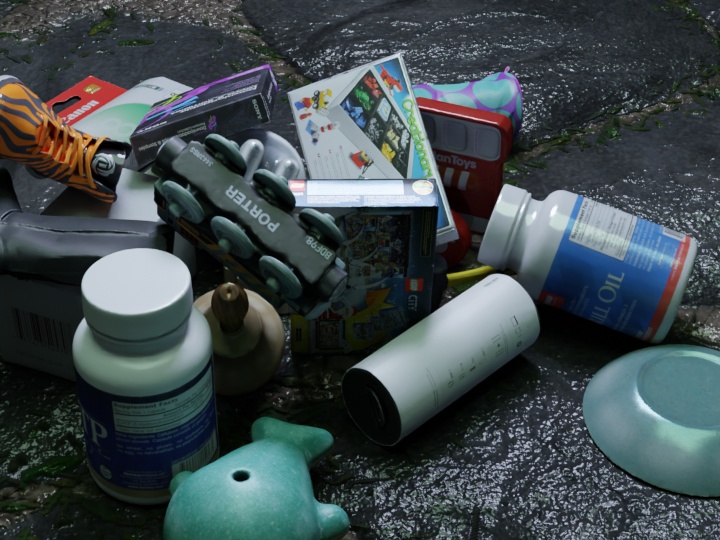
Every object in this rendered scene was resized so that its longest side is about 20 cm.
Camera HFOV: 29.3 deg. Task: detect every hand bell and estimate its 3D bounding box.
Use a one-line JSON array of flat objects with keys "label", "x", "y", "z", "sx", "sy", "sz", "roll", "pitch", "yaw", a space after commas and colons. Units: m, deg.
[{"label": "hand bell", "x": -0.114, "y": 0.042, "z": 1.219, "sx": 0.103, "sy": 0.200, "sz": 0.106, "roll": 1, "pitch": 75, "yaw": -5}]

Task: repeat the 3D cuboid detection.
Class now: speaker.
[{"label": "speaker", "x": 0.077, "y": 0.081, "z": 1.287, "sx": 0.081, "sy": 0.082, "sz": 0.199, "roll": 31, "pitch": 47, "yaw": 34}]

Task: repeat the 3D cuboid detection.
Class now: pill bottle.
[{"label": "pill bottle", "x": 0.221, "y": -0.012, "z": 1.362, "sx": 0.198, "sy": 0.113, "sz": 0.113, "roll": 20, "pitch": 40, "yaw": 8}, {"label": "pill bottle", "x": -0.183, "y": 0.088, "z": 1.173, "sx": 0.118, "sy": 0.202, "sz": 0.120, "roll": 1, "pitch": 36, "yaw": 0}]

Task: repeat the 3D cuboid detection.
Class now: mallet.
[{"label": "mallet", "x": 0.131, "y": -0.005, "z": 1.416, "sx": 0.198, "sy": 0.066, "sz": 0.041, "roll": -17, "pitch": 43, "yaw": -23}]

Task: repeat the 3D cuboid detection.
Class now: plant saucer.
[{"label": "plant saucer", "x": 0.306, "y": 0.122, "z": 1.273, "sx": 0.198, "sy": 0.039, "sz": 0.202, "roll": 1, "pitch": 36, "yaw": 0}]

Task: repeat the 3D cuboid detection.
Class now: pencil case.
[{"label": "pencil case", "x": 0.090, "y": -0.189, "z": 1.641, "sx": 0.197, "sy": 0.085, "sz": 0.093, "roll": -5, "pitch": 65, "yaw": -9}]

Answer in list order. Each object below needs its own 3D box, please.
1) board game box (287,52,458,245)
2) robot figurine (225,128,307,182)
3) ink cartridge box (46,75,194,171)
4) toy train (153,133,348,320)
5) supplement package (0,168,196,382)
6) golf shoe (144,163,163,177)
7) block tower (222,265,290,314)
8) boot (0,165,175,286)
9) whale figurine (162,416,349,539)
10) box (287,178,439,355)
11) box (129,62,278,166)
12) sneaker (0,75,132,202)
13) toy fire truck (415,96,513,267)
[{"label": "board game box", "x": 0.011, "y": -0.106, "z": 1.383, "sx": 0.125, "sy": 0.035, "sz": 0.202, "roll": -18, "pitch": 70, "yaw": 6}, {"label": "robot figurine", "x": -0.122, "y": -0.082, "z": 1.434, "sx": 0.168, "sy": 0.200, "sz": 0.114, "roll": 30, "pitch": 78, "yaw": -11}, {"label": "ink cartridge box", "x": -0.308, "y": -0.193, "z": 1.672, "sx": 0.198, "sy": 0.051, "sz": 0.161, "roll": 24, "pitch": 43, "yaw": 25}, {"label": "toy train", "x": -0.096, "y": -0.036, "z": 1.194, "sx": 0.199, "sy": 0.114, "sz": 0.085, "roll": 38, "pitch": 69, "yaw": 5}, {"label": "supplement package", "x": -0.258, "y": 0.001, "z": 1.356, "sx": 0.116, "sy": 0.118, "sz": 0.200, "roll": 14, "pitch": 40, "yaw": 18}, {"label": "golf shoe", "x": -0.200, "y": -0.118, "z": 1.540, "sx": 0.077, "sy": 0.089, "sz": 0.199, "roll": 28, "pitch": 46, "yaw": 35}, {"label": "block tower", "x": -0.039, "y": 0.003, "z": 1.411, "sx": 0.197, "sy": 0.058, "sz": 0.054, "roll": -8, "pitch": 38, "yaw": -8}, {"label": "boot", "x": -0.265, "y": -0.040, "z": 1.257, "sx": 0.197, "sy": 0.066, "sz": 0.166, "roll": 0, "pitch": 37, "yaw": 1}, {"label": "whale figurine", "x": -0.084, "y": 0.181, "z": 1.133, "sx": 0.157, "sy": 0.105, "sz": 0.201, "roll": 11, "pitch": 38, "yaw": 14}, {"label": "box", "x": 0.000, "y": 0.000, "z": 1.292, "sx": 0.135, "sy": 0.201, "sz": 0.038, "roll": -1, "pitch": 46, "yaw": -3}, {"label": "box", "x": -0.160, "y": -0.166, "z": 1.443, "sx": 0.141, "sy": 0.036, "sz": 0.200, "roll": -19, "pitch": 18, "yaw": 4}, {"label": "sneaker", "x": -0.276, "y": -0.120, "z": 1.284, "sx": 0.111, "sy": 0.078, "sz": 0.200, "roll": 18, "pitch": -4, "yaw": 13}, {"label": "toy fire truck", "x": 0.063, "y": -0.112, "z": 1.470, "sx": 0.198, "sy": 0.170, "sz": 0.112, "roll": 16, "pitch": 39, "yaw": 19}]
